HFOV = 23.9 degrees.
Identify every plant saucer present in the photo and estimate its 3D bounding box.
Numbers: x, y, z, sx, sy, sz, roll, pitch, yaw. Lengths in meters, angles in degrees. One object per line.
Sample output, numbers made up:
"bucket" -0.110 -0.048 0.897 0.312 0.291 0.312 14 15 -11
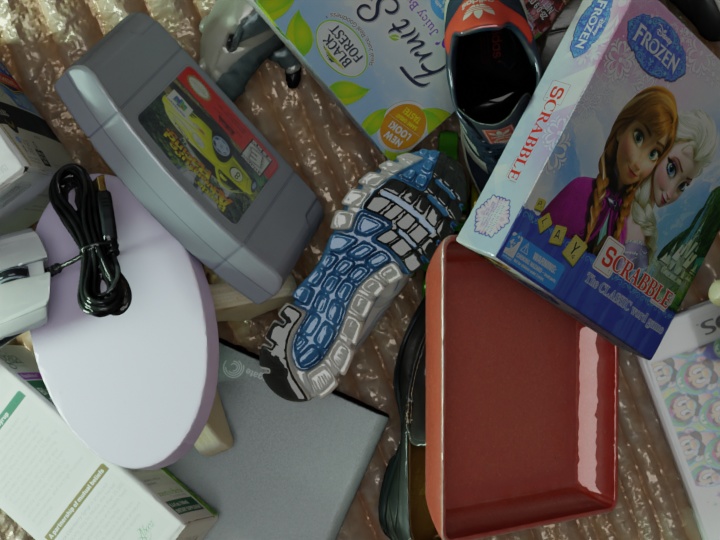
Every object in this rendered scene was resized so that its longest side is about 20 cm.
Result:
"plant saucer" 0.108 0.076 1.168 0.037 0.200 0.200 1 91 42

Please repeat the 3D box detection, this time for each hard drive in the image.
"hard drive" -0.082 0.167 1.228 0.139 0.033 0.201 24 91 1

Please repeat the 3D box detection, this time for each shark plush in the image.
"shark plush" -0.066 -0.159 1.209 0.083 0.091 0.200 30 86 -29

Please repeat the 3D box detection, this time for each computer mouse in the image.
"computer mouse" -0.235 0.012 1.119 0.200 0.044 0.110 -27 67 31

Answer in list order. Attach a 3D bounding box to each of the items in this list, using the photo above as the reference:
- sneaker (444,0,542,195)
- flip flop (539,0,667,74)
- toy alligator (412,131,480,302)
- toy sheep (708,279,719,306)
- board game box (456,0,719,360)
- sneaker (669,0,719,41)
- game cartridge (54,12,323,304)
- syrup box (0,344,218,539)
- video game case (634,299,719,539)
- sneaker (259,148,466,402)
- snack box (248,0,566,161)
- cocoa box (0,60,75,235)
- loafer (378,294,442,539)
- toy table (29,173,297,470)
"sneaker" 0.097 -0.094 1.138 0.075 0.085 0.200 -15 117 13
"flip flop" 0.159 -0.114 1.207 0.081 0.058 0.201 17 109 7
"toy alligator" 0.057 0.000 1.211 0.059 0.054 0.201 4 91 2
"toy sheep" 0.313 0.032 1.144 0.199 0.138 0.138 14 91 -23
"board game box" 0.179 -0.065 1.145 0.041 0.200 0.200 25 86 45
"sneaker" 0.189 -0.239 1.206 0.087 0.076 0.200 -31 86 16
"game cartridge" -0.111 -0.076 1.141 0.041 0.133 0.200 -36 103 31
"syrup box" -0.206 0.140 1.187 0.200 0.079 0.082 40 94 13
"video game case" 0.311 0.106 1.222 0.182 0.024 0.201 -20 91 2
"sneaker" 0.000 0.000 1.181 0.075 0.087 0.200 38 91 3
"snack box" 0.020 -0.199 1.154 0.169 0.068 0.200 -41 125 1
"cocoa box" -0.290 -0.079 1.145 0.133 0.200 0.131 -35 89 2
"loafer" 0.060 0.109 1.185 0.073 0.072 0.201 3 103 -12
"toy table" -0.144 0.039 1.166 0.183 0.117 0.201 -10 79 18
